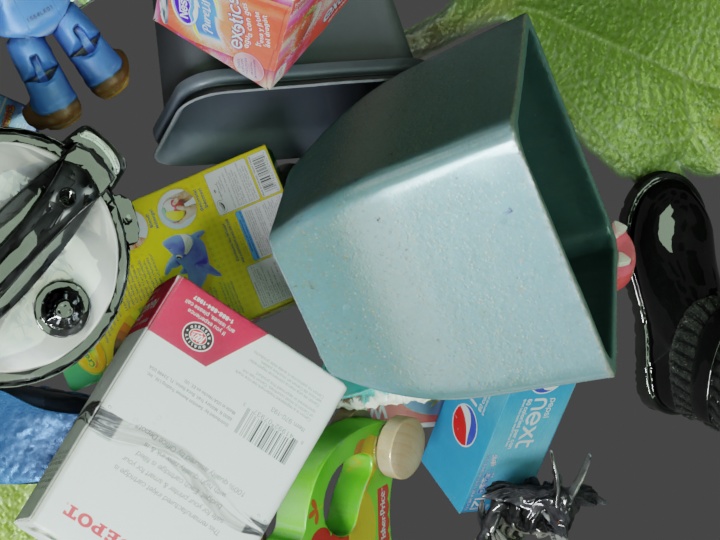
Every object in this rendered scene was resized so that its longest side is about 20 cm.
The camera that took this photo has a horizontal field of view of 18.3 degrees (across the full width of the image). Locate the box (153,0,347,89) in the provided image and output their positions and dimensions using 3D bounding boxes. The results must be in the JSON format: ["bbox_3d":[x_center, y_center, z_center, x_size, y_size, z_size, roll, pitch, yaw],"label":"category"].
[{"bbox_3d":[-0.047,-0.236,1.556,0.102,0.095,0.200,31,52,9],"label":"box"}]

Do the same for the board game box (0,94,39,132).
[{"bbox_3d":[-0.323,-0.046,1.588,0.135,0.034,0.201,23,86,-22],"label":"board game box"}]

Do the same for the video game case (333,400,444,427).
[{"bbox_3d":[0.046,0.023,1.754,0.142,0.017,0.201,-3,97,-22],"label":"video game case"}]

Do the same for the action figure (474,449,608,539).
[{"bbox_3d":[0.125,0.226,1.715,0.118,0.200,0.102,1,51,-32],"label":"action figure"}]

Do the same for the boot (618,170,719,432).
[{"bbox_3d":[0.280,0.029,1.772,0.079,0.158,0.212,-12,100,-20],"label":"boot"}]

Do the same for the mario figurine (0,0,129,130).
[{"bbox_3d":[-0.236,-0.202,1.515,0.124,0.106,0.201,-54,127,-45],"label":"mario figurine"}]

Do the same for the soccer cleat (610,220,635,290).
[{"bbox_3d":[0.116,-0.010,1.739,0.199,0.077,0.067,5,56,-9],"label":"soccer cleat"}]

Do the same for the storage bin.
[{"bbox_3d":[-0.061,-0.163,1.640,0.199,0.146,0.135,-5,70,-21],"label":"storage bin"}]

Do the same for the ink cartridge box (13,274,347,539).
[{"bbox_3d":[-0.125,0.128,1.535,0.145,0.083,0.201,34,74,-13],"label":"ink cartridge box"}]

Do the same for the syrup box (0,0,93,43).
[{"bbox_3d":[-0.186,-0.249,1.598,0.200,0.081,0.079,-37,107,-15],"label":"syrup box"}]

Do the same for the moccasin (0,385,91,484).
[{"bbox_3d":[-0.229,0.123,1.616,0.199,0.068,0.081,12,96,3],"label":"moccasin"}]

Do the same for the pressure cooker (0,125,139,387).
[{"bbox_3d":[-0.241,-0.011,1.491,0.178,0.200,0.177,0,93,-15],"label":"pressure cooker"}]

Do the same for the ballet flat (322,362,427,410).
[{"bbox_3d":[0.062,0.064,1.665,0.072,0.199,0.072,22,63,-50],"label":"ballet flat"}]

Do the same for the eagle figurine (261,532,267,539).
[{"bbox_3d":[-0.154,0.226,1.622,0.199,0.151,0.152,-26,102,-16],"label":"eagle figurine"}]

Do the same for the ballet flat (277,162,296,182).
[{"bbox_3d":[0.000,0.000,1.683,0.200,0.067,0.064,38,43,-9],"label":"ballet flat"}]

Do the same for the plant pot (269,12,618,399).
[{"bbox_3d":[0.052,-0.028,1.534,0.199,0.196,0.197,-17,115,16],"label":"plant pot"}]

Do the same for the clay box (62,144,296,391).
[{"bbox_3d":[-0.136,0.001,1.624,0.199,0.048,0.115,-22,86,4],"label":"clay box"}]

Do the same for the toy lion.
[{"bbox_3d":[-0.027,0.220,1.661,0.191,0.068,0.201,-21,115,-54],"label":"toy lion"}]

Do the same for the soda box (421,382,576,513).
[{"bbox_3d":[0.116,0.088,1.709,0.064,0.068,0.201,-1,126,-33],"label":"soda box"}]
